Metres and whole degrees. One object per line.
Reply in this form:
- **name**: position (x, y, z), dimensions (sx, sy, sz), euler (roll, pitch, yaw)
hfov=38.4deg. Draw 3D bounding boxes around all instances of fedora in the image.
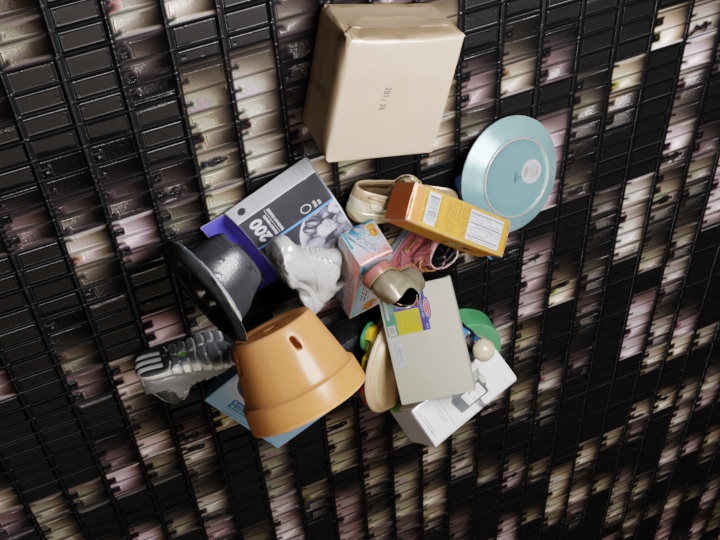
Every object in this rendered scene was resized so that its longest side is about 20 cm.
- **fedora**: position (-0.207, 0.012, 1.560), dimensions (0.091, 0.200, 0.201), euler (-41, 142, -17)

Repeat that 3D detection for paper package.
- **paper package**: position (0.028, -0.268, 1.461), dimensions (0.189, 0.104, 0.201), euler (-8, 134, -25)

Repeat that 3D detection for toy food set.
- **toy food set**: position (0.055, 0.159, 1.876), dimensions (0.200, 0.048, 0.200), euler (-17, 119, -58)

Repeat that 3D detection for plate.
- **plate**: position (0.254, -0.156, 1.712), dimensions (0.199, 0.026, 0.202), euler (-11, 112, -28)

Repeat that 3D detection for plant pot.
- **plant pot**: position (-0.109, 0.149, 1.613), dimensions (0.199, 0.200, 0.141), euler (-26, 99, -5)

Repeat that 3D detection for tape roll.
- **tape roll**: position (0.178, 0.164, 2.026), dimensions (0.199, 0.048, 0.201), euler (-17, 138, -16)

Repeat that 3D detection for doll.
- **doll**: position (0.162, 0.101, 1.833), dimensions (0.048, 0.200, 0.137), euler (-46, 139, -5)

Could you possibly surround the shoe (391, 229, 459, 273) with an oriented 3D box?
- **shoe**: position (0.101, -0.021, 1.760), dimensions (0.071, 0.091, 0.201), euler (5, 128, -35)

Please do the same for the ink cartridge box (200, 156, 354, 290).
- **ink cartridge box**: position (-0.120, -0.056, 1.627), dimensions (0.199, 0.044, 0.198), euler (-33, 141, 3)

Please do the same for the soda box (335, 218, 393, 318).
- **soda box**: position (0.000, 0.000, 1.690), dimensions (0.063, 0.069, 0.200), euler (-25, 158, -18)

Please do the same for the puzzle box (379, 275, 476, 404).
- **puzzle box**: position (0.114, 0.120, 1.771), dimensions (0.132, 0.202, 0.025), euler (-12, 180, 15)

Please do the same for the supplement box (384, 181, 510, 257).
- **supplement box**: position (0.140, -0.078, 1.637), dimensions (0.199, 0.066, 0.069), euler (22, 81, -31)

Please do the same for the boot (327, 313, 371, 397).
- **boot**: position (-0.050, 0.182, 1.881), dimensions (0.199, 0.076, 0.169), euler (-27, 136, -14)

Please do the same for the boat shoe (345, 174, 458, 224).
- **boat shoe**: position (0.076, -0.116, 1.664), dimensions (0.198, 0.071, 0.065), euler (-6, 135, -25)

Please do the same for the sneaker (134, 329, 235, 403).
- **sneaker**: position (-0.277, 0.168, 1.744), dimensions (0.198, 0.075, 0.116), euler (-9, 141, -10)

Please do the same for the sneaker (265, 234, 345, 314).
- **sneaker**: position (-0.080, -0.013, 1.617), dimensions (0.099, 0.078, 0.200), euler (-37, 151, -3)

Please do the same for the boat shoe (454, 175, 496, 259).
- **boat shoe**: position (0.221, -0.090, 1.769), dimensions (0.068, 0.085, 0.200), euler (-24, 142, 7)

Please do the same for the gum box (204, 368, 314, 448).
- **gum box**: position (-0.144, 0.208, 1.788), dimensions (0.170, 0.045, 0.200), euler (37, 126, -21)

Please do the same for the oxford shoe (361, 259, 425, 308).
- **oxford shoe**: position (0.066, 0.034, 1.659), dimensions (0.070, 0.075, 0.200), euler (-46, 162, 16)

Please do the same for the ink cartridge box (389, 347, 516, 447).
- **ink cartridge box**: position (0.167, 0.227, 1.898), dimensions (0.199, 0.084, 0.145), euler (-37, -175, -16)
